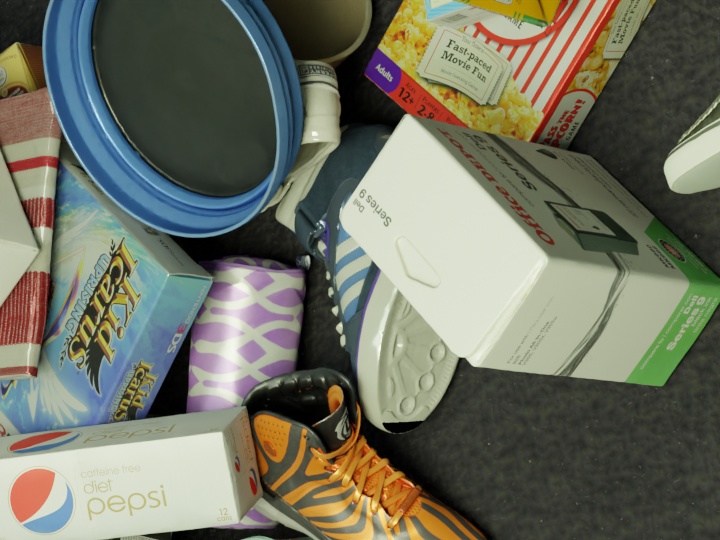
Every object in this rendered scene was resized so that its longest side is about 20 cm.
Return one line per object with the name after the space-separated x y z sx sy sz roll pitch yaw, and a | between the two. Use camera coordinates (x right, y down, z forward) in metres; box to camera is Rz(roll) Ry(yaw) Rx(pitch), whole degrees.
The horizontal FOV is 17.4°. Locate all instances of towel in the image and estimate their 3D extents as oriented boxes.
-0.254 -0.021 1.636 0.144 0.023 0.201 -8 75 49 | towel

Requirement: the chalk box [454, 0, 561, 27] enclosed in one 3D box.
0.038 -0.252 1.450 0.200 0.124 0.125 33 105 37 | chalk box

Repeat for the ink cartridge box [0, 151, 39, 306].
-0.340 -0.046 1.612 0.147 0.144 0.201 -52 46 28 | ink cartridge box

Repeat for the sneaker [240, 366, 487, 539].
-0.001 0.137 1.534 0.199 0.078 0.112 23 138 18 | sneaker

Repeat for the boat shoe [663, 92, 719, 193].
0.260 -0.117 1.395 0.200 0.071 0.064 -34 66 24 | boat shoe

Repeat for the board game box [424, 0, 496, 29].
0.122 -0.245 1.483 0.199 0.034 0.135 -15 76 38 | board game box

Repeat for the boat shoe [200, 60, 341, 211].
-0.076 -0.071 1.597 0.200 0.072 0.066 -31 62 43 | boat shoe

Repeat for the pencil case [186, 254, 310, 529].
-0.087 0.085 1.657 0.085 0.083 0.201 5 88 64 | pencil case

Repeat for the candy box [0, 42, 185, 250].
-0.204 -0.065 1.748 0.056 0.116 0.201 -34 65 33 | candy box

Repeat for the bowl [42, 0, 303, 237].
-0.121 -0.121 1.533 0.200 0.039 0.202 19 125 30 | bowl

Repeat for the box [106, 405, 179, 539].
-0.172 0.214 1.646 0.200 0.043 0.161 -92 20 -58 | box

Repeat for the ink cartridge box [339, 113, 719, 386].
0.106 -0.009 1.424 0.146 0.199 0.084 47 114 32 | ink cartridge box

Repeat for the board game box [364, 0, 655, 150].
0.106 -0.172 1.540 0.151 0.046 0.201 42 112 35 | board game box

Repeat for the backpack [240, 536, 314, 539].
-0.058 0.281 1.576 0.177 0.150 0.201 -38 57 37 | backpack

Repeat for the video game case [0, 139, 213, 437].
-0.205 0.039 1.628 0.181 0.045 0.201 42 113 38 | video game case

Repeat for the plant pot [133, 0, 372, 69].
-0.122 -0.157 1.664 0.200 0.186 0.188 -48 57 40 | plant pot

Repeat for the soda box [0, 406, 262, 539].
-0.170 0.138 1.537 0.199 0.068 0.064 -8 100 13 | soda box

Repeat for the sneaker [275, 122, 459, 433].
0.000 0.000 1.603 0.146 0.080 0.202 13 100 51 | sneaker
